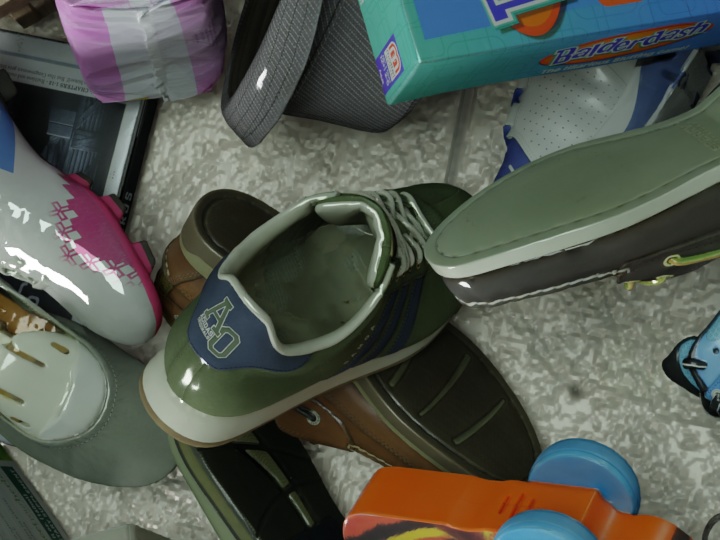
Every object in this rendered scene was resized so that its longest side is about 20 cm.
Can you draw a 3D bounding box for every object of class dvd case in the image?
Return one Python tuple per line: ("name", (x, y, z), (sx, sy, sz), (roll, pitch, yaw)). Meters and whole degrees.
("dvd case", (-0.191, -0.021, 0.940), (0.150, 0.025, 0.200), (13, 86, 17))

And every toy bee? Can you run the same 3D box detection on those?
("toy bee", (0.093, 0.131, 0.753), (0.200, 0.131, 0.109), (7, 124, 47))

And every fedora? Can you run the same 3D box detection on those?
("fedora", (0.006, -0.143, 0.846), (0.090, 0.177, 0.200), (17, 75, -12))

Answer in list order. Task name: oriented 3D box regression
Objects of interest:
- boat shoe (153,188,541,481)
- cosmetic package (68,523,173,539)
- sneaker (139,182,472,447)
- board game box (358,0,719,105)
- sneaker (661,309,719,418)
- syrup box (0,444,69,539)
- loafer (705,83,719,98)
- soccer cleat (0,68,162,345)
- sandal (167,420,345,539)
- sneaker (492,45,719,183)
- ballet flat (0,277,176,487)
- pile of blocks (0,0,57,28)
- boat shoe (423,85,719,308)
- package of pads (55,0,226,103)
("boat shoe", (-0.007, 0.046, 0.862), (0.200, 0.072, 0.068), (41, 129, 7))
("cosmetic package", (-0.097, 0.223, 0.820), (0.073, 0.104, 0.200), (-17, 65, 17))
("sneaker", (0.000, 0.000, 0.788), (0.067, 0.200, 0.090), (49, 140, 13))
("board game box", (0.086, -0.158, 0.752), (0.200, 0.045, 0.152), (-12, 77, -19))
("sneaker", (0.171, 0.059, 0.794), (0.090, 0.078, 0.200), (4, 75, 6))
("syrup box", (-0.214, 0.128, 0.836), (0.081, 0.200, 0.079), (-42, 73, 8))
("loafer", (0.229, -0.108, 0.808), (0.200, 0.063, 0.072), (-40, 74, 8))
("soccer cleat", (-0.174, -0.028, 0.876), (0.086, 0.070, 0.200), (-30, 64, -27))
("sandal", (-0.031, 0.148, 0.856), (0.057, 0.080, 0.201), (-41, 70, 35))
("sneaker", (0.096, -0.101, 0.845), (0.115, 0.081, 0.200), (34, 86, 21))
("ballet flat", (-0.173, 0.039, 0.881), (0.200, 0.064, 0.067), (33, 93, 17))
("pile of blocks", (-0.188, -0.149, 0.869), (0.062, 0.200, 0.082), (-29, 95, 3))
("boat shoe", (0.126, -0.025, 0.758), (0.201, 0.072, 0.061), (-23, 120, -3))
("package of pads", (-0.112, -0.189, 0.876), (0.075, 0.121, 0.200), (-9, 74, -6))
